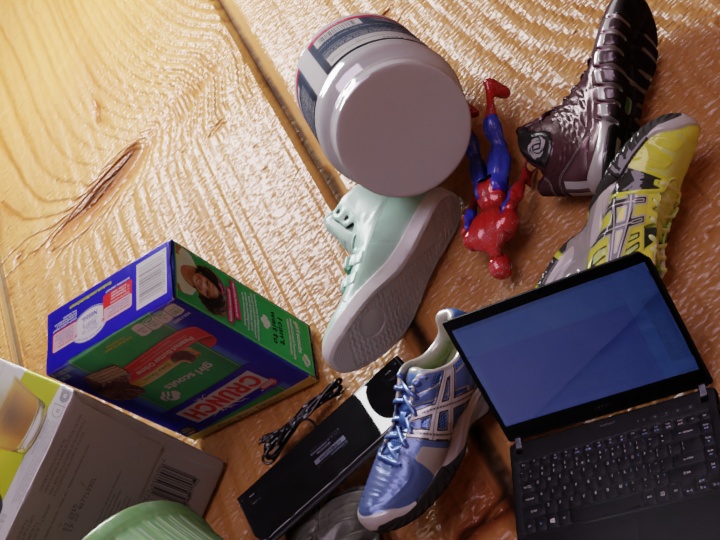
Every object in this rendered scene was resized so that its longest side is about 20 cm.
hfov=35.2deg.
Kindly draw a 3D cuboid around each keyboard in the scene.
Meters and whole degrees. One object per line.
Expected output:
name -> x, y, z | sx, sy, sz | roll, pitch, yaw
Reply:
keyboard -> -0.031, 0.154, 1.030 | 0.200, 0.021, 0.127 | -41, 33, 0

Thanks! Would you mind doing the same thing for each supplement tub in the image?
supplement tub -> 0.019, -0.159, 1.076 | 0.140, 0.140, 0.200 | -47, 24, 9

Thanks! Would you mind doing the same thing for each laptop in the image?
laptop -> 0.164, 0.118, 0.834 | 0.177, 0.103, 0.200 | -23, 52, 31

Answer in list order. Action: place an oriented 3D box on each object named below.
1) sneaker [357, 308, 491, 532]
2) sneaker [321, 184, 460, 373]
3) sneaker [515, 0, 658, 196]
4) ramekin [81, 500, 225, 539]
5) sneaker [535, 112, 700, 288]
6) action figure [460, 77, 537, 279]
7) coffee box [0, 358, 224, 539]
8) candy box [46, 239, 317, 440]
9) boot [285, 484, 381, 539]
sneaker -> 0.049, 0.120, 0.929 | 0.076, 0.077, 0.200 | -2, 50, 56
sneaker -> 0.000, 0.000, 1.075 | 0.118, 0.074, 0.201 | 19, 68, 40
sneaker -> 0.190, -0.154, 1.004 | 0.115, 0.076, 0.200 | -6, 62, 43
ramekin -> -0.167, 0.305, 0.953 | 0.098, 0.200, 0.200 | 19, 78, 38
sneaker -> 0.221, -0.030, 0.907 | 0.076, 0.075, 0.200 | 35, 101, 40
action figure -> 0.121, -0.080, 1.037 | 0.065, 0.052, 0.200 | -24, 50, 35
coffee box -> -0.296, 0.222, 1.112 | 0.198, 0.200, 0.200 | 11, 72, 45
candy box -> -0.169, 0.075, 1.090 | 0.169, 0.200, 0.077 | -29, 50, 26
boot -> 0.009, 0.232, 0.935 | 0.200, 0.068, 0.131 | -23, 45, 28
